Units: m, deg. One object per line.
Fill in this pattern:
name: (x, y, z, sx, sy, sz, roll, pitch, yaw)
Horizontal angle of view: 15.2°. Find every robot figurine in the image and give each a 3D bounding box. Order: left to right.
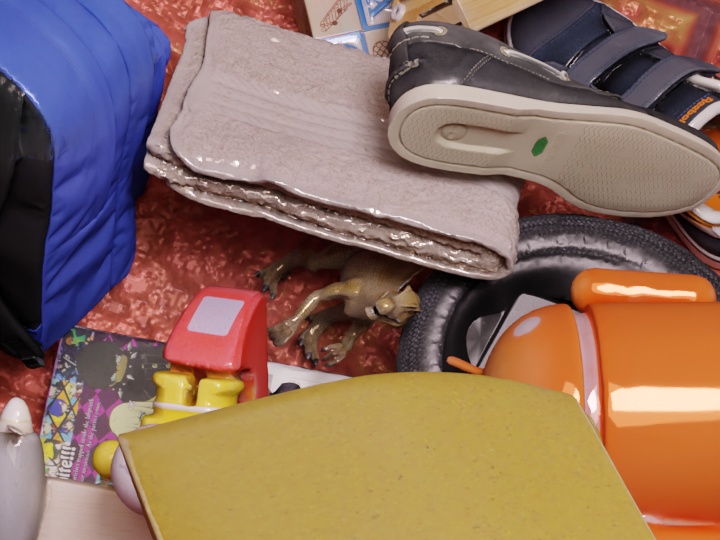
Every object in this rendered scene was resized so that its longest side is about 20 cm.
robot figurine: (0.143, 0.074, 1.309, 0.199, 0.117, 0.145, 0, 93, -3)

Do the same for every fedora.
fedora: (0.116, 0.070, 1.421, 0.199, 0.092, 0.202, 1, 70, -2)

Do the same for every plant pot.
plant pot: (0.032, 0.159, 1.167, 0.199, 0.196, 0.195, -22, 47, -6)

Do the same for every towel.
towel: (-0.007, -0.069, 1.407, 0.199, 0.035, 0.133, 15, 43, -2)

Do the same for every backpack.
backpack: (-0.185, -0.089, 1.394, 0.162, 0.201, 0.168, 27, 53, 14)

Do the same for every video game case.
video game case: (-0.089, 0.140, 1.413, 0.180, 0.036, 0.201, 10, 70, 0)

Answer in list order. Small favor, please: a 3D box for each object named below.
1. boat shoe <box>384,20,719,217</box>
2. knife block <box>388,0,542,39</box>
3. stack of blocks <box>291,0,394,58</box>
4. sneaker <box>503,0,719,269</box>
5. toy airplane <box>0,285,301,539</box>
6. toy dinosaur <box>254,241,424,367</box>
boat shoe: (0.104, -0.080, 1.389, 0.199, 0.072, 0.068, 14, 45, -24)
knife block: (0.114, -0.180, 1.488, 0.175, 0.064, 0.201, 25, 63, -29)
stack of blocks: (0.012, -0.193, 1.527, 0.114, 0.059, 0.201, -11, 71, -7)
sneaker: (0.161, -0.093, 1.492, 0.078, 0.079, 0.200, -41, 76, -15)
toy airplane: (-0.094, 0.124, 1.323, 0.199, 0.141, 0.200, -33, 68, -2)
toy dinosaur: (0.000, 0.000, 1.448, 0.101, 0.200, 0.058, -31, 116, 13)
